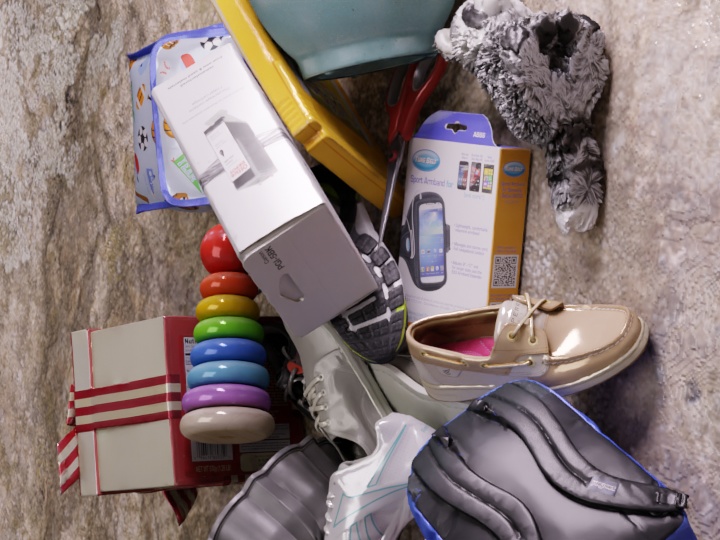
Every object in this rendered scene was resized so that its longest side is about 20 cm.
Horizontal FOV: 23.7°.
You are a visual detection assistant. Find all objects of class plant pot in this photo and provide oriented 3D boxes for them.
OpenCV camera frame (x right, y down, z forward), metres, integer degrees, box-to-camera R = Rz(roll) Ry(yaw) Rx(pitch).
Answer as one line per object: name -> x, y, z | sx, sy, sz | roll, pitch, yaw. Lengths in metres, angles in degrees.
plant pot -> -0.002, -0.233, 1.438 | 0.200, 0.200, 0.135 | -8, 94, 51

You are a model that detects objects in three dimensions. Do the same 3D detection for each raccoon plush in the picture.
raccoon plush -> 0.119, -0.130, 1.367 | 0.134, 0.096, 0.201 | 8, 97, 59

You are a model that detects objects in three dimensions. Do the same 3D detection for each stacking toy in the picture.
stacking toy -> -0.121, 0.052, 1.557 | 0.085, 0.085, 0.201 | -21, 65, 49

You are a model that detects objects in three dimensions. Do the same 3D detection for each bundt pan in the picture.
bundt pan -> -0.058, 0.249, 1.506 | 0.076, 0.202, 0.202 | 33, 117, 26

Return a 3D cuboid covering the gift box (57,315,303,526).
gift box -> -0.179, 0.145, 1.661 | 0.186, 0.184, 0.201 | -11, 76, 49

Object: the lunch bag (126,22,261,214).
lunch bag -> -0.147, -0.141, 1.645 | 0.200, 0.123, 0.171 | -1, 93, 61

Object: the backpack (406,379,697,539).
backpack -> 0.133, 0.199, 1.278 | 0.200, 0.162, 0.168 | 44, 163, 37

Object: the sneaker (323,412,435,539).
sneaker -> 0.002, 0.202, 1.419 | 0.080, 0.070, 0.201 | 35, 103, 3

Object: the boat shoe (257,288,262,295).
boat shoe -> -0.045, 0.008, 1.581 | 0.200, 0.068, 0.084 | 32, 115, 46

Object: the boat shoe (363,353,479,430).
boat shoe -> 0.072, 0.104, 1.446 | 0.201, 0.060, 0.072 | 15, 133, 53

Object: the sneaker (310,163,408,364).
sneaker -> 0.000, 0.000, 1.494 | 0.074, 0.081, 0.201 | -23, 55, 8

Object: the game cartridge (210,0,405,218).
game cartridge -> -0.043, -0.152, 1.503 | 0.032, 0.176, 0.200 | -39, 57, 11

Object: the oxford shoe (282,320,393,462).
oxford shoe -> -0.020, 0.110, 1.481 | 0.200, 0.058, 0.075 | 58, 159, 18

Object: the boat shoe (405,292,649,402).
boat shoe -> 0.122, 0.054, 1.331 | 0.199, 0.069, 0.074 | -13, 37, 31

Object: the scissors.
scissors -> 0.030, -0.106, 1.473 | 0.073, 0.014, 0.201 | 0, 69, 56

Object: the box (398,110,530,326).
box -> 0.085, -0.032, 1.446 | 0.119, 0.041, 0.201 | 13, 98, 51

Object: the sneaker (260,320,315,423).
sneaker -> -0.037, 0.116, 1.562 | 0.200, 0.082, 0.077 | 47, 125, 40

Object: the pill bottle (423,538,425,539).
pill bottle -> 0.041, 0.307, 1.441 | 0.200, 0.116, 0.116 | -44, 58, 42

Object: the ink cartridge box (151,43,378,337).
ink cartridge box -> -0.079, -0.066, 1.424 | 0.083, 0.147, 0.200 | -31, 55, 1
